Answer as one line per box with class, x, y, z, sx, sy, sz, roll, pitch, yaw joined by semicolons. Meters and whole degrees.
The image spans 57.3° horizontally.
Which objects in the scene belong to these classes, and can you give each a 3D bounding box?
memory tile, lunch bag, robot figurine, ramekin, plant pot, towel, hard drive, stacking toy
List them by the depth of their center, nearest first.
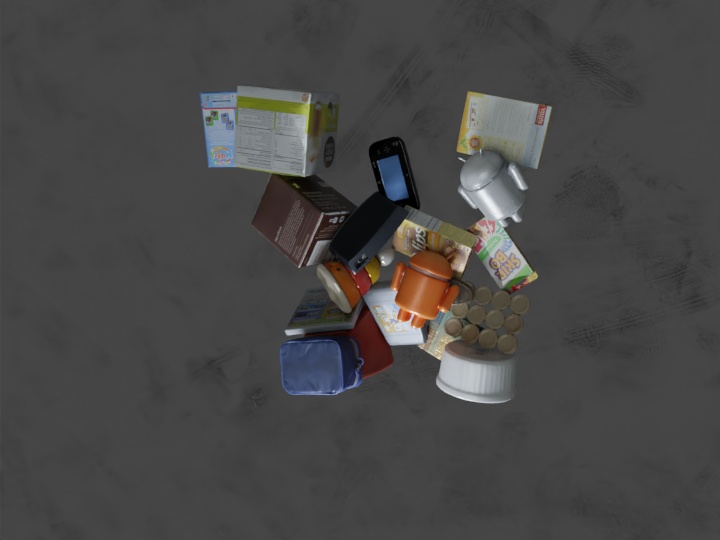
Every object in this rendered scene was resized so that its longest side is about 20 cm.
robot figurine;0.309;-0.197;1.532;0.169;0.113;0.200;-23;117;41
robot figurine;0.156;0.040;1.606;0.144;0.116;0.202;29;101;57
hard drive;0.014;-0.100;1.622;0.200;0.042;0.135;-49;44;-2
ramekin;0.290;0.242;1.625;0.198;0.200;0.099;10;103;19
lunch bag;-0.086;0.231;1.638;0.198;0.132;0.138;-3;89;24
memory tile;0.313;0.116;1.641;0.198;0.017;0.155;15;81;33
stacking toy;0.000;0.000;1.686;0.199;0.146;0.147;-34;92;-11
towel;0.263;0.193;1.741;0.199;0.022;0.148;31;115;12
plant pot;-0.046;0.204;1.782;0.197;0.176;0.203;-8;103;24

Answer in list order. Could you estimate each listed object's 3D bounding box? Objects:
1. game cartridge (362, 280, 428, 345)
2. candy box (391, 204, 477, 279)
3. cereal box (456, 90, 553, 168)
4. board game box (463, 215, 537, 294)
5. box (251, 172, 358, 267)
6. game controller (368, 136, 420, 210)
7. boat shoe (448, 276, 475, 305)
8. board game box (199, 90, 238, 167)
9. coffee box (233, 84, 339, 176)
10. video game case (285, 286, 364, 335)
game cartridge;0.096;0.115;1.732;0.132;0.042;0.201;-5;124;41
candy box;0.183;-0.070;1.650;0.198;0.055;0.116;24;139;13
cereal box;0.335;-0.330;1.540;0.198;0.040;0.146;16;112;16
board game box;0.346;-0.040;1.633;0.095;0.030;0.201;-34;94;27
box;-0.140;-0.135;1.697;0.200;0.165;0.165;40;118;25
game controller;0.086;-0.233;1.670;0.103;0.042;0.202;-12;101;25
boat shoe;0.206;0.043;1.688;0.198;0.076;0.073;14;95;29
board game box;-0.358;-0.386;1.805;0.149;0.037;0.203;4;107;21
coffee box;-0.181;-0.351;1.647;0.197;0.200;0.201;10;105;17
video game case;-0.085;0.100;1.766;0.198;0.183;0.022;-8;123;24
